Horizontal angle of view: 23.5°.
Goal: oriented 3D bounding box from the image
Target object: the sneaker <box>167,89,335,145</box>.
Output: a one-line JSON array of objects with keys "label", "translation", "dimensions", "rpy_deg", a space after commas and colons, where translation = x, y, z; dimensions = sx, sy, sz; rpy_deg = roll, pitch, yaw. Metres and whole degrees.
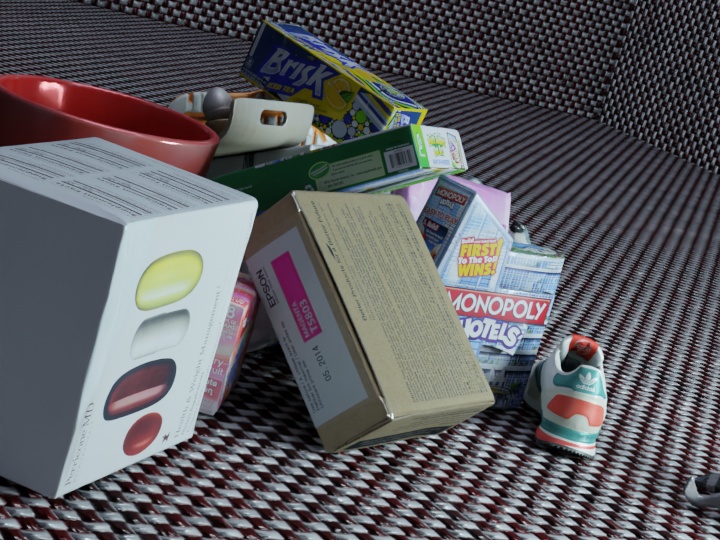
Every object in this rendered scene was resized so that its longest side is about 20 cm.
[{"label": "sneaker", "translation": [-0.121, -0.168, 1.925], "dimensions": [0.200, 0.078, 0.077], "rpy_deg": [6, 2, -15]}]

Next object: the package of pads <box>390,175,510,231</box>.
[{"label": "package of pads", "translation": [0.081, -0.003, 1.697], "dimensions": [0.120, 0.076, 0.200], "rpy_deg": [15, 54, -10]}]

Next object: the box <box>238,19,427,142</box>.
[{"label": "box", "translation": [-0.031, -0.188, 1.823], "dimensions": [0.200, 0.070, 0.064], "rpy_deg": [36, 21, 28]}]

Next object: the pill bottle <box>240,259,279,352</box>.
[{"label": "pill bottle", "translation": [-0.072, 0.010, 1.584], "dimensions": [0.111, 0.111, 0.200], "rpy_deg": [22, 14, 21]}]

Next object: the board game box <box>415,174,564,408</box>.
[{"label": "board game box", "translation": [0.099, 0.023, 1.548], "dimensions": [0.200, 0.200, 0.062], "rpy_deg": [7, 15, -35]}]

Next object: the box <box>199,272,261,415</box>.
[{"label": "box", "translation": [-0.188, 0.031, 1.378], "dimensions": [0.200, 0.095, 0.103], "rpy_deg": [18, 14, 3]}]

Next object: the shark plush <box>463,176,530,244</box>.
[{"label": "shark plush", "translation": [0.163, -0.010, 1.855], "dimensions": [0.200, 0.091, 0.083], "rpy_deg": [46, 20, -33]}]

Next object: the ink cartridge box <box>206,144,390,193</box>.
[{"label": "ink cartridge box", "translation": [-0.084, -0.081, 1.851], "dimensions": [0.200, 0.083, 0.147], "rpy_deg": [-5, -3, 35]}]

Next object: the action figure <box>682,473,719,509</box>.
[{"label": "action figure", "translation": [0.395, 0.180, 1.501], "dimensions": [0.193, 0.105, 0.200], "rpy_deg": [25, 39, 14]}]

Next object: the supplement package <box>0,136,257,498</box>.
[{"label": "supplement package", "translation": [-0.195, 0.024, 1.181], "dimensions": [0.147, 0.191, 0.200], "rpy_deg": [20, 14, 18]}]

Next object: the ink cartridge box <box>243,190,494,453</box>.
[{"label": "ink cartridge box", "translation": [0.005, 0.039, 1.404], "dimensions": [0.165, 0.075, 0.200], "rpy_deg": [-1, 64, -55]}]

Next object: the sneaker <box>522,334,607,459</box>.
[{"label": "sneaker", "translation": [0.196, 0.100, 1.588], "dimensions": [0.070, 0.093, 0.200], "rpy_deg": [17, 13, -1]}]

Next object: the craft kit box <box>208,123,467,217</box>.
[{"label": "craft kit box", "translation": [-0.021, -0.083, 1.530], "dimensions": [0.200, 0.049, 0.198], "rpy_deg": [-14, -3, 14]}]

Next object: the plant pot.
[{"label": "plant pot", "translation": [-0.241, -0.059, 1.505], "dimensions": [0.200, 0.177, 0.200], "rpy_deg": [15, 13, -4]}]

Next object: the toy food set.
[{"label": "toy food set", "translation": [-0.168, -0.148, 1.767], "dimensions": [0.200, 0.060, 0.143], "rpy_deg": [-5, -1, 31]}]
